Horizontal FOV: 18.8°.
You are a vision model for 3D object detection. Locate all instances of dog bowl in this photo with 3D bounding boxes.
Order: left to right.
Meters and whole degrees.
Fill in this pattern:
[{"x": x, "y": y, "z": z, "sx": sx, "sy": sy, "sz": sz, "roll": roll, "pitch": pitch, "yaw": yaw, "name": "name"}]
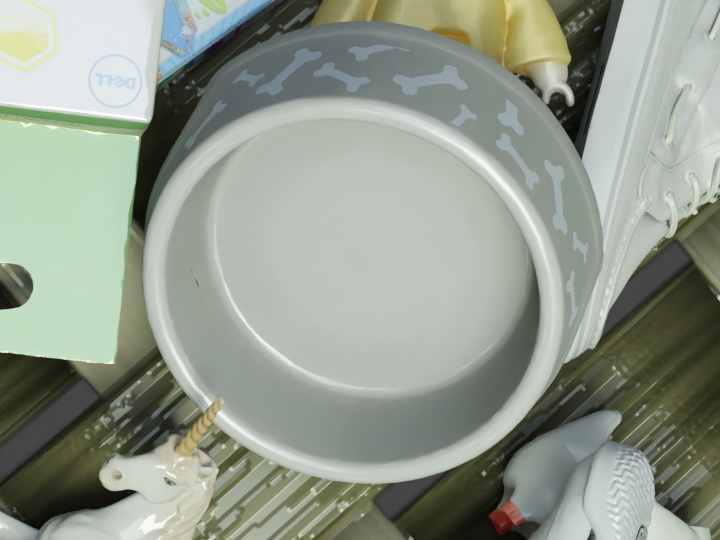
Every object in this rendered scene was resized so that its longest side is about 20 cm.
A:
[{"x": 0.000, "y": 0.000, "z": 0.907, "sx": 0.199, "sy": 0.059, "sz": 0.201, "roll": 4, "pitch": 117, "yaw": 8, "name": "dog bowl"}]

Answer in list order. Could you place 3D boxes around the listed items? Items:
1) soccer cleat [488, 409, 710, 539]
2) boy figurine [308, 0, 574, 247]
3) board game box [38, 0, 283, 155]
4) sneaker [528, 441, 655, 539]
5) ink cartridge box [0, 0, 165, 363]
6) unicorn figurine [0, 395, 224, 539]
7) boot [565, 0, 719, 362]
[{"x": 0.138, "y": 0.155, "z": 0.970, "sx": 0.077, "sy": 0.069, "sz": 0.200, "roll": -34, "pitch": 89, "yaw": -13, "name": "soccer cleat"}, {"x": 0.039, "y": -0.104, "z": 0.972, "sx": 0.124, "sy": 0.064, "sz": 0.201, "roll": 12, "pitch": 87, "yaw": -6, "name": "boy figurine"}, {"x": -0.137, "y": -0.169, "z": 0.961, "sx": 0.134, "sy": 0.034, "sz": 0.200, "roll": -36, "pitch": 92, "yaw": -9, "name": "board game box"}, {"x": 0.044, "y": 0.150, "z": 0.920, "sx": 0.115, "sy": 0.075, "sz": 0.201, "roll": 24, "pitch": 105, "yaw": 16, "name": "sneaker"}, {"x": -0.159, "y": -0.069, "z": 0.911, "sx": 0.145, "sy": 0.048, "sz": 0.201, "roll": 7, "pitch": 83, "yaw": -9, "name": "ink cartridge box"}, {"x": -0.126, "y": 0.146, "z": 0.930, "sx": 0.137, "sy": 0.074, "sz": 0.201, "roll": -4, "pitch": 103, "yaw": -10, "name": "unicorn figurine"}, {"x": 0.144, "y": -0.046, "z": 0.978, "sx": 0.095, "sy": 0.074, "sz": 0.201, "roll": 16, "pitch": 83, "yaw": -1, "name": "boot"}]
